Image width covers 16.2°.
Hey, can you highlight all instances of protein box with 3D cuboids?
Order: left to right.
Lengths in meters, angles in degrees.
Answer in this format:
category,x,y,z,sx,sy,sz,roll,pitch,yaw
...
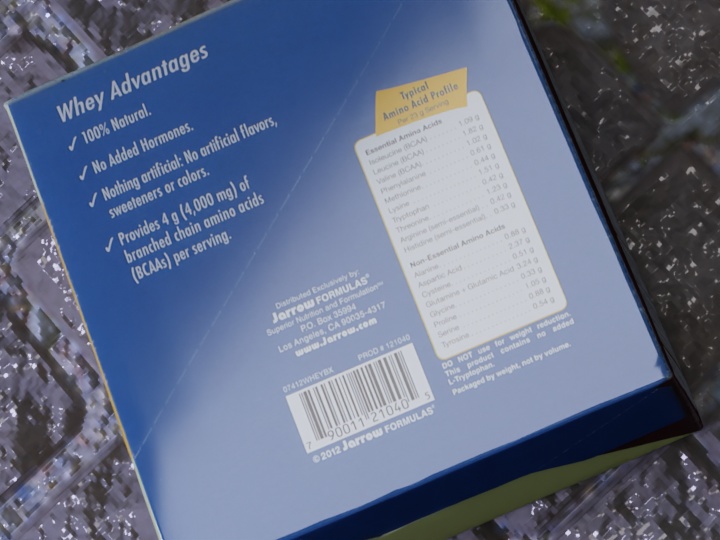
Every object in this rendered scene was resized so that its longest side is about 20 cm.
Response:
category,x,y,z,sx,sy,sz,roll,pitch,yaw
protein box,0.000,0.000,0.987,0.198,0.135,0.200,-23,74,7
